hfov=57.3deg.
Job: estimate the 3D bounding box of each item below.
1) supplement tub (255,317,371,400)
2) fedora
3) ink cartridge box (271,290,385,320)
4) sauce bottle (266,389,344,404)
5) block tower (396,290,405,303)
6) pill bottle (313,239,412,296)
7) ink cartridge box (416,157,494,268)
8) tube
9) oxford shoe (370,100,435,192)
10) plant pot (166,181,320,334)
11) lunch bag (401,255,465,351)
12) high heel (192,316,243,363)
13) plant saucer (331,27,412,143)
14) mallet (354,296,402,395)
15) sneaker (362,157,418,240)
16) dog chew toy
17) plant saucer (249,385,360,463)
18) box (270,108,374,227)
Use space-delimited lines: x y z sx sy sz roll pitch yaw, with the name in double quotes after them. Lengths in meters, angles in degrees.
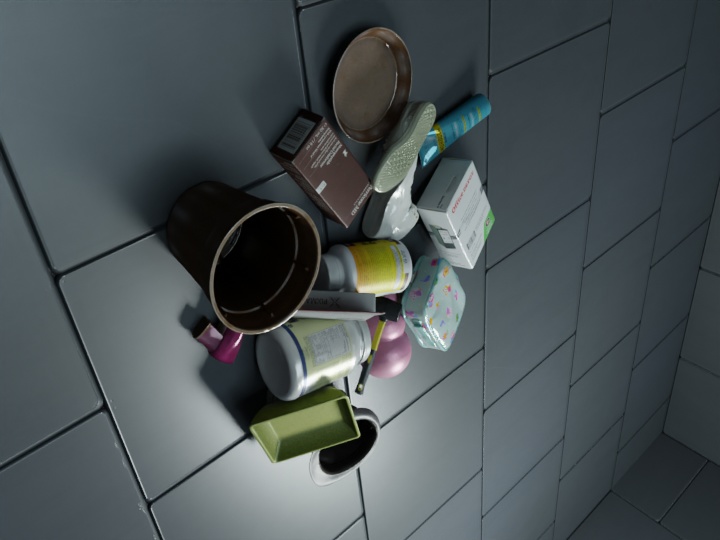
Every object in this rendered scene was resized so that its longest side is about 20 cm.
-0.089 0.151 1.279 0.196 0.143 0.149 -17 123 -38 "supplement tub"
-0.052 0.373 1.477 0.197 0.090 0.180 -33 130 -19 "fedora"
-0.067 0.058 1.157 0.193 0.176 0.046 3 81 -12 "ink cartridge box"
-0.106 0.267 1.386 0.197 0.064 0.066 12 103 -47 "sauce bottle"
0.103 0.054 1.489 0.054 0.057 0.201 -48 136 -14 "block tower"
0.000 0.000 1.308 0.195 0.109 0.113 -7 117 -35 "pill bottle"
0.215 -0.127 1.464 0.148 0.082 0.201 -60 140 -23 "ink cartridge box"
0.192 -0.304 1.400 0.198 0.050 0.079 -38 126 -17 "tube"
0.074 -0.237 1.251 0.203 0.057 0.075 -59 145 -10 "oxford shoe"
-0.195 -0.039 1.031 0.197 0.196 0.206 -23 127 -34 "plant pot"
0.159 0.075 1.452 0.164 0.075 0.201 -63 143 -23 "lunch bag"
-0.203 0.073 1.180 0.200 0.068 0.096 -44 127 2 "high heel"
0.016 -0.339 1.207 0.197 0.034 0.206 -23 127 -35 "plant saucer"
0.019 0.150 1.349 0.205 0.064 0.041 -65 174 0 "mallet"
0.082 -0.158 1.350 0.114 0.073 0.205 6 113 -50 "sneaker"
0.047 0.125 1.427 0.122 0.123 0.207 -18 111 -37 "dog chew toy"
-0.109 0.300 1.310 0.194 0.049 0.202 -17 144 -3 "plant saucer"
-0.063 -0.179 1.184 0.101 0.074 0.200 -54 140 -9 "box"
